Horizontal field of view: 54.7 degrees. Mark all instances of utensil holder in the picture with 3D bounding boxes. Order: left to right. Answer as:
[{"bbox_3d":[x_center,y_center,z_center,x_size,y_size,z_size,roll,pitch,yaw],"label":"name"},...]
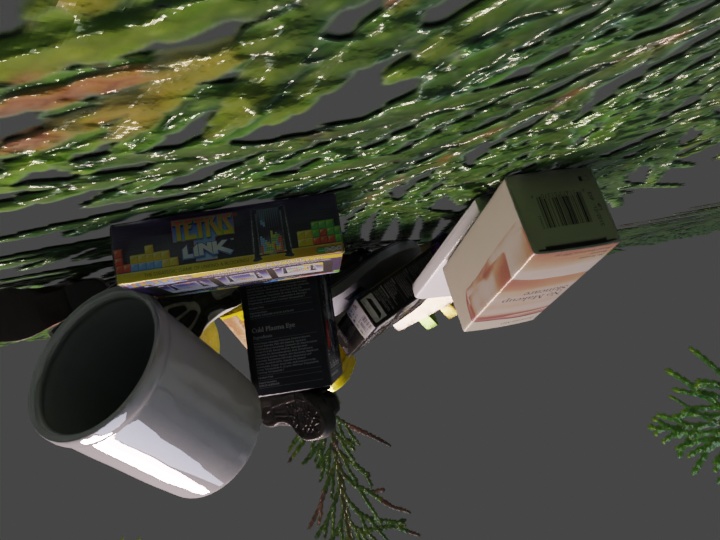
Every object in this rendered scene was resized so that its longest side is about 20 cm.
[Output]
[{"bbox_3d":[-0.223,0.140,0.763,0.167,0.172,0.200,-11,144,25],"label":"utensil holder"}]

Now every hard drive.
[{"bbox_3d":[0.157,-0.026,0.858,0.130,0.027,0.201,-5,153,-21],"label":"hard drive"}]

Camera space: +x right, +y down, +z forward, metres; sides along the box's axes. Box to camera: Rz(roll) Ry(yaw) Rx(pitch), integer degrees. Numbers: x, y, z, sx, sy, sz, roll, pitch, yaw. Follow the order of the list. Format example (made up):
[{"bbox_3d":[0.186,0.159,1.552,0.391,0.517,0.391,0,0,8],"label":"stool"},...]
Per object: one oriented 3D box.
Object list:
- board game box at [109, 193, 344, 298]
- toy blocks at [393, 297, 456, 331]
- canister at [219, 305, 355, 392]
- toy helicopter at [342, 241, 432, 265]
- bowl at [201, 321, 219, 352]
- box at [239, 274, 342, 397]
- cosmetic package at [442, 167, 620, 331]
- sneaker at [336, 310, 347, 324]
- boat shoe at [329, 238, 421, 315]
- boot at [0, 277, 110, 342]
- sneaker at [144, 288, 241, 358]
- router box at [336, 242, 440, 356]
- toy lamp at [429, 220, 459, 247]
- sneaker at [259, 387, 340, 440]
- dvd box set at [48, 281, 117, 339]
[{"bbox_3d":[-0.117,-0.019,0.670,0.196,0.058,0.165,-9,173,-5],"label":"board game box"},{"bbox_3d":[0.119,0.017,1.236,0.199,0.100,0.138,-33,-157,38],"label":"toy blocks"},{"bbox_3d":[-0.121,0.110,1.144,0.147,0.201,0.087,-19,-152,35],"label":"canister"},{"bbox_3d":[0.037,-0.008,1.159,0.197,0.080,0.132,-21,165,6],"label":"toy helicopter"},{"bbox_3d":[-0.321,0.093,1.149,0.198,0.201,0.109,-6,133,-37],"label":"bowl"},{"bbox_3d":[-0.091,0.065,0.947,0.102,0.186,0.200,-9,176,2],"label":"box"},{"bbox_3d":[0.172,-0.015,0.743,0.102,0.089,0.201,-9,157,-15],"label":"cosmetic package"},{"bbox_3d":[-0.047,0.068,1.265,0.077,0.080,0.201,-46,-162,18],"label":"sneaker"},{"bbox_3d":[0.000,0.000,1.071,0.199,0.067,0.070,-36,146,20],"label":"boat shoe"},{"bbox_3d":[-0.414,0.054,0.943,0.183,0.065,0.200,-10,179,-13],"label":"boot"},{"bbox_3d":[-0.234,0.056,0.906,0.088,0.078,0.199,-19,-170,46],"label":"sneaker"},{"bbox_3d":[0.044,0.048,1.020,0.148,0.051,0.200,-33,171,-20],"label":"router box"},{"bbox_3d":[0.135,-0.034,0.997,0.057,0.059,0.200,-9,175,-4],"label":"toy lamp"},{"bbox_3d":[-0.064,0.181,0.933,0.103,0.061,0.198,-4,179,-37],"label":"sneaker"},{"bbox_3d":[-0.297,0.046,0.876,0.146,0.030,0.200,-37,-179,-12],"label":"dvd box set"}]
